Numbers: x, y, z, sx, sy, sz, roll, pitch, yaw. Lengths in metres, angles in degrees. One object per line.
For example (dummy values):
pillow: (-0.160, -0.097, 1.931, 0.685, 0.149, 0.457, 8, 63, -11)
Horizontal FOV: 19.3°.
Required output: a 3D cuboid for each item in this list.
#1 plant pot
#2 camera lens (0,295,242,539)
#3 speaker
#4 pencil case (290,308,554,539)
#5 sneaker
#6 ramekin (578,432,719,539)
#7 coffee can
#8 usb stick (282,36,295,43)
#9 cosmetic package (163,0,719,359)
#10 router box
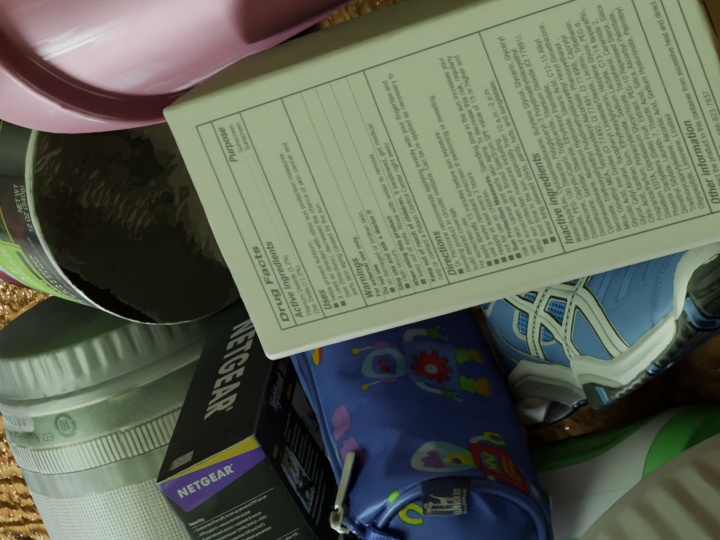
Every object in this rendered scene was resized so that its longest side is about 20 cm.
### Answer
plant pot: (-0.069, -0.158, 0.818, 0.179, 0.200, 0.201, -3, 113, 48)
camera lens: (-0.098, 0.105, 1.144, 0.160, 0.160, 0.201, 5, 120, 59)
speaker: (0.090, 0.109, 0.871, 0.200, 0.088, 0.089, -22, 96, 53)
pencil case: (0.015, 0.054, 0.858, 0.200, 0.087, 0.078, -109, 32, -50)
sneaker: (0.091, 0.007, 0.805, 0.077, 0.076, 0.200, 59, 155, 2)
ramekin: (0.144, 0.142, 0.718, 0.105, 0.200, 0.201, 50, 153, 41)
coffee can: (-0.142, -0.057, 1.082, 0.200, 0.146, 0.147, 11, 125, 57)
usb stick: (-0.022, -0.034, 1.011, 0.055, 0.033, 0.201, -131, 20, -70)
cosmetic package: (0.045, -0.047, 0.733, 0.199, 0.073, 0.104, -14, 105, 29)
router box: (-0.022, 0.110, 0.991, 0.158, 0.052, 0.200, 60, -167, -15)
